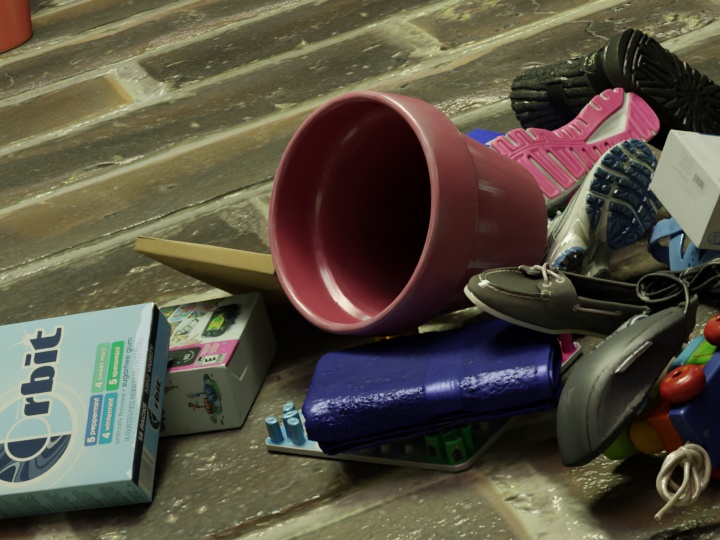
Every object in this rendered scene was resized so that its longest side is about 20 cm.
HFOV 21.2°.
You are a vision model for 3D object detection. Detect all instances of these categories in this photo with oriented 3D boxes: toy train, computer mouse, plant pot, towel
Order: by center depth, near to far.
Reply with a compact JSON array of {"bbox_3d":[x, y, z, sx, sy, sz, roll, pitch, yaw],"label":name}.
[{"bbox_3d":[0.214,0.116,1.382,0.116,0.085,0.200,-15,23,48],"label":"toy train"},{"bbox_3d":[0.186,0.060,1.411,0.200,0.046,0.140,-50,7,-18],"label":"computer mouse"},{"bbox_3d":[0.060,0.089,1.511,0.200,0.050,0.148,-11,16,10],"label":"towel"},{"bbox_3d":[0.053,-0.041,1.613,0.179,0.200,0.200,6,2,-44],"label":"plant pot"},{"bbox_3d":[-0.626,-0.446,3.131,0.200,0.177,0.200,-13,21,5],"label":"plant pot"}]

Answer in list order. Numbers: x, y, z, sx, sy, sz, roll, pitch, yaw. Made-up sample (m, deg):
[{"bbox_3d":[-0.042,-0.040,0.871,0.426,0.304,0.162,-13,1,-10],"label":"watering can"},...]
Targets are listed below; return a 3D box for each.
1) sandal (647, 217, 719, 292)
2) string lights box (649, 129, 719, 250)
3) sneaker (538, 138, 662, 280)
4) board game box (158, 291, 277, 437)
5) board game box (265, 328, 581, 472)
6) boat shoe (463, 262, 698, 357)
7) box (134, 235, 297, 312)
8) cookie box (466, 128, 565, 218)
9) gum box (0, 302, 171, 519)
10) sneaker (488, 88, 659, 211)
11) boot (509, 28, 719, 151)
[{"bbox_3d":[0.301,-0.009,1.634,0.087,0.079,0.200,-49,24,17],"label":"sandal"},{"bbox_3d":[0.352,-0.059,1.583,0.200,0.059,0.103,5,30,-20],"label":"string lights box"},{"bbox_3d":[0.190,-0.034,1.681,0.085,0.077,0.200,-5,46,58],"label":"sneaker"},{"bbox_3d":[-0.189,0.090,1.712,0.200,0.064,0.148,-10,22,15],"label":"board game box"},{"bbox_3d":[0.051,0.095,1.589,0.200,0.026,0.200,2,28,37],"label":"board game box"},{"bbox_3d":[0.176,0.020,1.510,0.200,0.057,0.067,15,21,-24],"label":"boat shoe"},{"bbox_3d":[-0.085,0.010,1.749,0.200,0.021,0.163,10,-12,46],"label":"box"},{"bbox_3d":[0.101,-0.059,1.858,0.200,0.075,0.171,-28,25,-28],"label":"cookie box"},{"bbox_3d":[-0.264,0.121,1.609,0.200,0.045,0.170,-9,54,16],"label":"gum box"},{"bbox_3d":[0.180,-0.086,1.752,0.200,0.088,0.081,-23,62,-21],"label":"sneaker"},{"bbox_3d":[0.263,-0.144,1.861,0.158,0.211,0.079,-23,34,50],"label":"boot"}]
